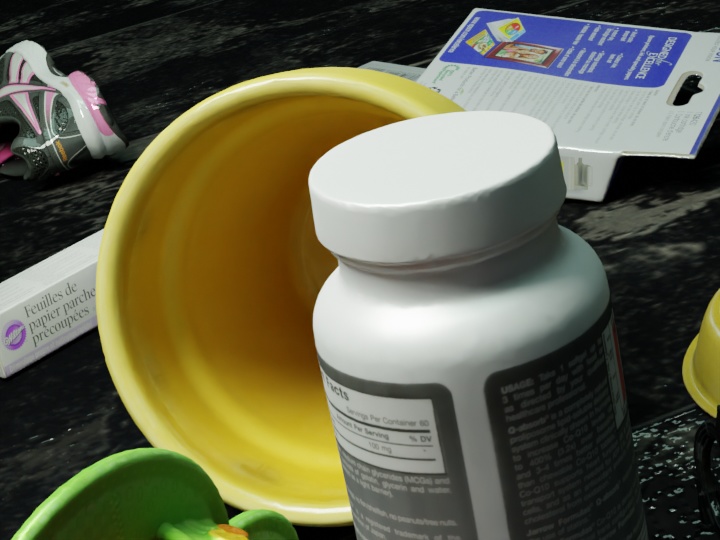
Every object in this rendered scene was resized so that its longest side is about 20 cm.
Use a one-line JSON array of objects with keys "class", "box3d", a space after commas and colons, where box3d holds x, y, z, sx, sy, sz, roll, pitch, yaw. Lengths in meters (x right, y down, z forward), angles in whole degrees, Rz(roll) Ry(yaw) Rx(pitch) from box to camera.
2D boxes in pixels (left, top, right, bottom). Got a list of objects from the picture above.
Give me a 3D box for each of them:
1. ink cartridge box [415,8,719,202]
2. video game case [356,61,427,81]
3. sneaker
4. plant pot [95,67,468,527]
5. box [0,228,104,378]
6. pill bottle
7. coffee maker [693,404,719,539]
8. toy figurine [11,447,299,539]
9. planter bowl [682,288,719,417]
[{"class": "ink cartridge box", "box3d": [0.136, -0.107, 1.320, 0.199, 0.047, 0.198, 10, 31, 18]}, {"class": "video game case", "box3d": [0.010, -0.096, 1.413, 0.181, 0.023, 0.199, -27, 27, -34]}, {"class": "sneaker", "box3d": [-0.251, -0.113, 1.521, 0.086, 0.081, 0.200, -31, 21, -18]}, {"class": "plant pot", "box3d": [0.000, 0.000, 0.974, 0.200, 0.202, 0.189, -6, 8, 15]}, {"class": "box", "box3d": [-0.154, 0.003, 1.230, 0.041, 0.039, 0.200, 7, 28, 42]}, {"class": "pill bottle", "box3d": [0.045, 0.048, 0.797, 0.115, 0.201, 0.116, -9, 22, 4]}, {"class": "coffee maker", "box3d": [0.245, 0.056, 0.766, 0.199, 0.135, 0.192, -15, 21, -10]}, {"class": "toy figurine", "box3d": [-0.010, 0.159, 0.706, 0.183, 0.151, 0.200, 19, 10, 30]}, {"class": "planter bowl", "box3d": [0.246, 0.001, 0.969, 0.199, 0.084, 0.201, -11, 22, 4]}]
